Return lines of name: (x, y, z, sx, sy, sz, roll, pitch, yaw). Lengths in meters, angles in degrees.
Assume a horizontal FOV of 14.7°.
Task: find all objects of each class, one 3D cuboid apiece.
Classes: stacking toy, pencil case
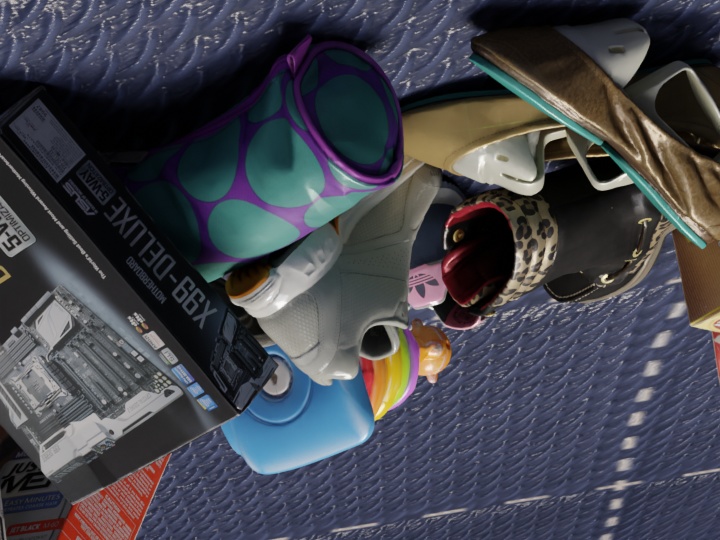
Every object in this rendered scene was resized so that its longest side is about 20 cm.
stacking toy: (-0.001, 0.059, 1.823, 0.110, 0.116, 0.200, -20, 174, 33)
pencil case: (-0.067, -0.052, 1.498, 0.200, 0.092, 0.085, -26, -160, 41)

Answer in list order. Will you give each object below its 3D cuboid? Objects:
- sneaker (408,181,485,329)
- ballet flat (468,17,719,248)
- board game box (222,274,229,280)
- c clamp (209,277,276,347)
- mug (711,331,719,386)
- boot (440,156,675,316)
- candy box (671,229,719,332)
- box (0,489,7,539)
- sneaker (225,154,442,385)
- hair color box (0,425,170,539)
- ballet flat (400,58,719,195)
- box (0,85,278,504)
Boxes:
sneaker: (0.066, 0.004, 1.761, 0.070, 0.082, 0.200, -18, 162, 25)
ballet flat: (0.145, -0.089, 1.493, 0.200, 0.068, 0.072, 36, 96, -28)
board game box: (-0.063, 0.010, 1.809, 0.200, 0.026, 0.200, -13, 163, 15)
c clamp: (-0.147, 0.010, 1.594, 0.200, 0.027, 0.171, 24, -163, 29)
mug: (0.345, 0.032, 1.933, 0.200, 0.134, 0.178, -8, 162, 8)
boot: (0.115, -0.017, 1.670, 0.150, 0.073, 0.200, -19, 170, -27)
candy box: (0.280, -0.046, 1.657, 0.200, 0.116, 0.055, -21, 159, 35)
box: (-0.263, 0.077, 1.617, 0.035, 0.200, 0.110, -20, 159, 33)
sneaker: (0.000, 0.000, 1.582, 0.076, 0.092, 0.200, -27, -169, 39)
hair color box: (-0.181, 0.117, 1.717, 0.111, 0.200, 0.064, -12, 129, 33)
ballet flat: (0.113, -0.074, 1.562, 0.200, 0.063, 0.069, -9, 163, 1)
box: (-0.164, 0.017, 1.500, 0.158, 0.200, 0.050, -29, -165, 42)
